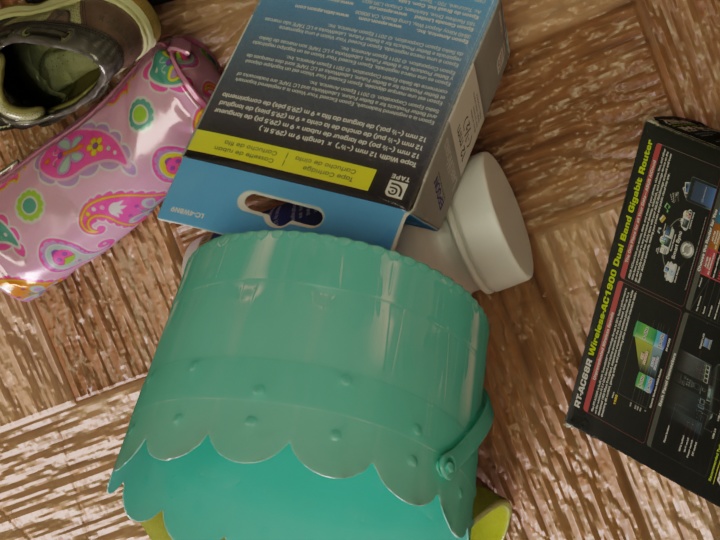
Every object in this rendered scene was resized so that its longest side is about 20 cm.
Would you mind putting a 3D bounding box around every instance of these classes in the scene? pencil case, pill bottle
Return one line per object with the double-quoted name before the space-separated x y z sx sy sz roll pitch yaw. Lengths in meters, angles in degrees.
"pencil case" -0.165 -0.063 1.244 0.199 0.087 0.088 -35 93 18
"pill bottle" 0.000 0.000 1.209 0.199 0.111 0.112 -21 97 15

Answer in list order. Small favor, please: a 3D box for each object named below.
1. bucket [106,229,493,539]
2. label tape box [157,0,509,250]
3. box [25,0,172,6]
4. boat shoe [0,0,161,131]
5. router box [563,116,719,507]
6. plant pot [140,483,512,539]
"bucket" -0.025 0.078 1.072 0.205 0.208 0.136 9 65 10
"label tape box" -0.012 -0.081 1.150 0.142 0.066 0.201 13 63 18
"box" -0.135 -0.229 1.157 0.198 0.193 0.048 -13 58 13
"boat shoe" -0.205 -0.122 1.211 0.200 0.066 0.072 -16 117 43
"router box" 0.213 0.027 1.156 0.149 0.062 0.202 28 110 43
"plant pot" -0.038 0.167 1.232 0.199 0.187 0.188 33 107 17
